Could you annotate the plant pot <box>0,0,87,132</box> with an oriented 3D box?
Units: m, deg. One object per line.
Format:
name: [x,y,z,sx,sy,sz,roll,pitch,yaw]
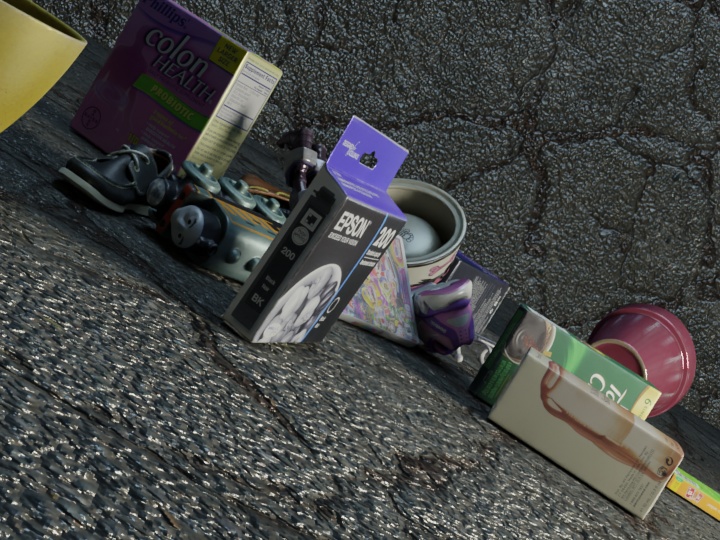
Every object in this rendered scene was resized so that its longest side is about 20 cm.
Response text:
plant pot: [-0.317,-0.155,0.953,0.199,0.143,0.200,32,5,-3]

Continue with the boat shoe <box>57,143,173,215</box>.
boat shoe: [-0.236,-0.098,1.308,0.071,0.068,0.200,34,7,9]

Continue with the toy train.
toy train: [-0.124,-0.035,1.326,0.199,0.085,0.114,25,18,-50]

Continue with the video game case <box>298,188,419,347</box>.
video game case: [0.000,0.000,1.552,0.199,0.018,0.145,25,51,-52]

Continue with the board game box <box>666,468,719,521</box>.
board game box: [0.509,0.335,1.851,0.198,0.030,0.096,30,6,5]

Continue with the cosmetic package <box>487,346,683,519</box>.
cosmetic package: [0.247,0.175,1.470,0.199,0.088,0.103,32,7,6]

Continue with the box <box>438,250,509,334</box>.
box: [0.121,0.013,2.115,0.147,0.105,0.199,36,6,30]

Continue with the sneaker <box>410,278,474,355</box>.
sneaker: [0.088,0.063,1.681,0.200,0.080,0.090,-5,-75,70]

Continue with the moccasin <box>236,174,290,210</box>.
moccasin: [-0.085,-0.066,1.838,0.200,0.074,0.078,34,14,-15]

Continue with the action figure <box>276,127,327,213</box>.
action figure: [-0.062,-0.063,1.580,0.130,0.069,0.202,29,48,-45]

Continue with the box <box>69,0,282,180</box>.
box: [-0.228,-0.211,1.643,0.175,0.201,0.097,35,6,23]

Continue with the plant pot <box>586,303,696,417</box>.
plant pot: [0.471,0.168,2.342,0.199,0.202,0.178,34,21,23]

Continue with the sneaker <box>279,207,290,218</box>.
sneaker: [-0.084,-0.029,1.655,0.199,0.067,0.078,13,-20,-43]

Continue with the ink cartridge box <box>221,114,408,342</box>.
ink cartridge box: [-0.021,-0.027,1.168,0.043,0.201,0.198,35,7,15]

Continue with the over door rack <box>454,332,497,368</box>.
over door rack: [0.236,0.140,1.743,0.198,0.067,0.147,10,-9,37]

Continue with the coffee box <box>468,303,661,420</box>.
coffee box: [0.243,0.141,1.577,0.199,0.124,0.044,32,4,-10]

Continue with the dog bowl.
dog bowl: [0.056,-0.048,1.969,0.197,0.074,0.201,2,41,-2]
